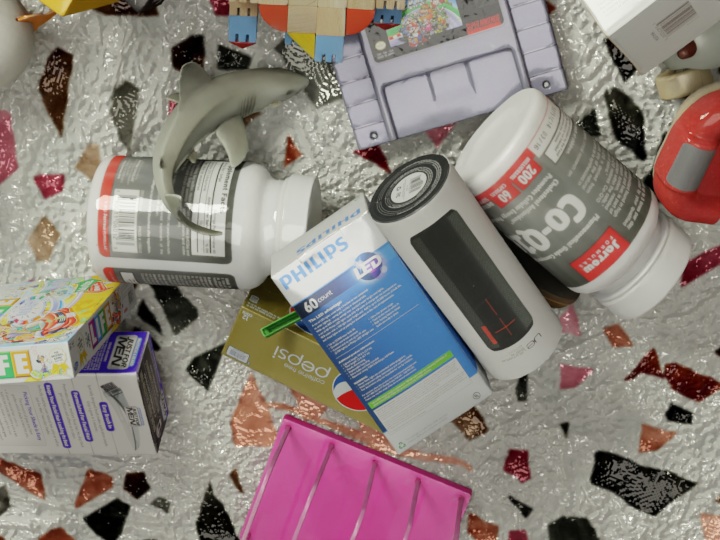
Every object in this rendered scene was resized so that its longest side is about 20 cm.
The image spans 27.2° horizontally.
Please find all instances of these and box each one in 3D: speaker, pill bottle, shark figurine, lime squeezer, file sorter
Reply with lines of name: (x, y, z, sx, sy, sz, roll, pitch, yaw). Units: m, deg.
speaker: (0.092, 0.000, 1.261, 0.081, 0.082, 0.201, -29, 121, 14)
pill bottle: (0.186, -0.054, 1.294, 0.199, 0.114, 0.114, 38, 108, -15)
pill bottle: (-0.139, -0.042, 1.349, 0.197, 0.116, 0.117, 4, 107, 6)
shark figurine: (-0.146, -0.130, 1.292, 0.127, 0.215, 0.090, 16, 140, 19)
lime squeezer: (0.000, 0.000, 1.341, 0.199, 0.071, 0.038, -35, 60, 10)
file sorter: (-0.013, 0.256, 1.415, 0.198, 0.126, 0.140, 22, 108, 1)

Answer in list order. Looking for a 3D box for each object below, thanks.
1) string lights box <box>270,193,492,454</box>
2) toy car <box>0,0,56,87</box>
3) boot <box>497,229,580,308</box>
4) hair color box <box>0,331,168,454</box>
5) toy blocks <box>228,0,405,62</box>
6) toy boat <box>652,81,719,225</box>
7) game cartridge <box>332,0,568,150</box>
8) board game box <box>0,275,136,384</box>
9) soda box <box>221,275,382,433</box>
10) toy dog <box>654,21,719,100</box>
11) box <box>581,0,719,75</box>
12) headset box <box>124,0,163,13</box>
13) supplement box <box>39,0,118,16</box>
string lights box: (0.018, 0.047, 1.289, 0.102, 0.059, 0.201, -32, 107, 8)
toy car: (-0.366, -0.200, 1.335, 0.198, 0.177, 0.187, -15, 91, -17)
boot: (0.104, -0.008, 1.360, 0.198, 0.074, 0.076, 26, 123, 7)
hair color box: (-0.293, 0.118, 1.427, 0.197, 0.065, 0.110, 1, 130, 8)
toy blocks: (-0.036, -0.241, 1.256, 0.197, 0.100, 0.138, 2, 126, -4)
toy boat: (0.352, -0.071, 1.244, 0.197, 0.132, 0.131, 6, 130, -15)
game cartridge: (0.073, -0.196, 1.320, 0.198, 0.038, 0.131, -16, 108, 12)
board game box: (-0.295, 0.052, 1.353, 0.133, 0.200, 0.035, -6, 106, 9)
soda box: (-0.024, 0.081, 1.389, 0.198, 0.068, 0.064, 27, 124, -1)
toy dog: (0.327, -0.212, 1.247, 0.199, 0.096, 0.132, -37, 101, 16)
box: (0.199, -0.276, 1.190, 0.097, 0.124, 0.201, -35, 70, 16)
headset box: (-0.178, -0.350, 1.284, 0.149, 0.077, 0.200, 41, 109, -5)
supplement box: (-0.244, -0.347, 1.185, 0.196, 0.133, 0.201, 35, 108, 0)
